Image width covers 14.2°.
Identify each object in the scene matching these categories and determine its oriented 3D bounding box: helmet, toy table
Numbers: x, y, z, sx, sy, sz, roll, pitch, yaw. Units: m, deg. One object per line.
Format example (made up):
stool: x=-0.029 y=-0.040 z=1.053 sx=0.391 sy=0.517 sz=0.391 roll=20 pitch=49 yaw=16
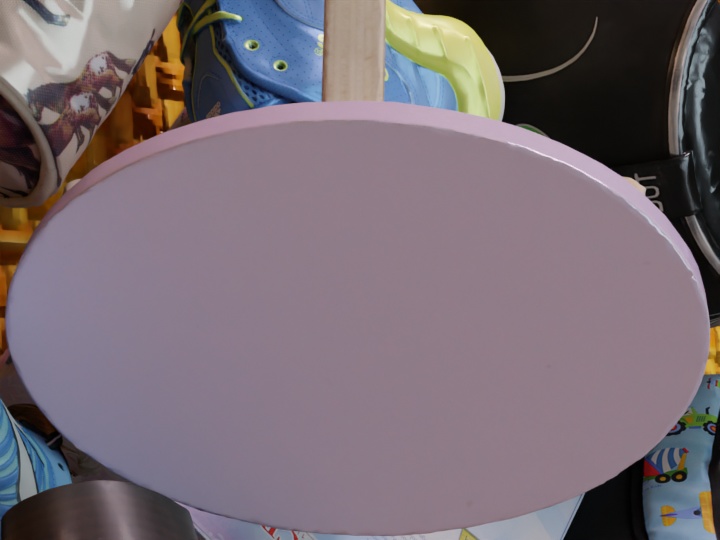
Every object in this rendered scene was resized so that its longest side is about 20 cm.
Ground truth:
helmet: x=0.097 y=-0.064 z=1.123 sx=0.199 sy=0.190 sz=0.201 roll=-5 pitch=96 yaw=-45
toy table: x=0.000 y=0.000 z=0.872 sx=0.117 sy=0.199 sz=0.185 roll=-86 pitch=-172 yaw=-70

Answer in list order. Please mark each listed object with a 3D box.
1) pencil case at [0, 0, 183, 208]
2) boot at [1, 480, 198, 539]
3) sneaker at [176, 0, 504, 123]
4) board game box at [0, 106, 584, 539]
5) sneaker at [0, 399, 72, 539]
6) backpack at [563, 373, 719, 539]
pencil case: x=-0.086 y=-0.122 z=0.919 sx=0.089 sy=0.078 sz=0.200 roll=39 pitch=66 yaw=-16
boot: x=-0.021 y=0.171 z=0.796 sx=0.188 sy=0.068 sz=0.201 roll=37 pitch=36 yaw=-59
sneaker: x=-0.036 y=-0.102 z=0.991 sx=0.200 sy=0.076 sz=0.105 roll=47 pitch=42 yaw=-2
board game box: x=-0.015 y=0.049 z=0.997 sx=0.200 sy=0.041 sz=0.200 roll=46 pitch=41 yaw=-12
sneaker: x=-0.129 y=0.057 z=0.826 sx=0.090 sy=0.078 sz=0.201 roll=-49 pitch=123 yaw=-65
backpack: x=0.100 y=0.135 z=1.110 sx=0.200 sy=0.182 sz=0.135 roll=-72 pitch=148 yaw=-50
